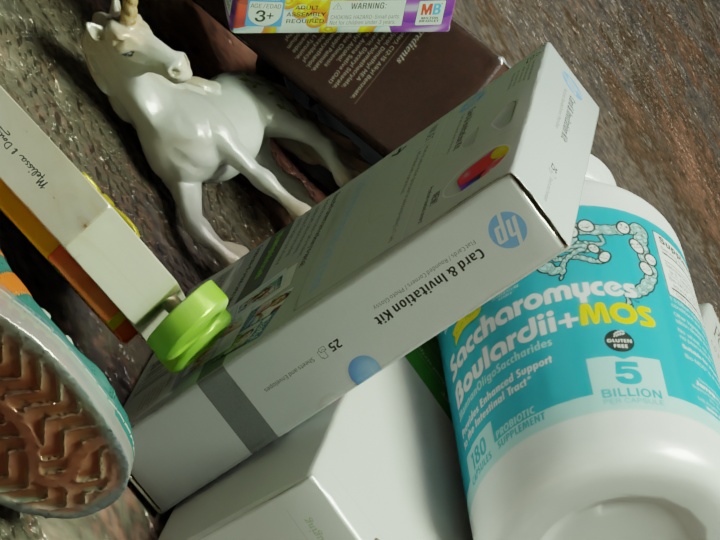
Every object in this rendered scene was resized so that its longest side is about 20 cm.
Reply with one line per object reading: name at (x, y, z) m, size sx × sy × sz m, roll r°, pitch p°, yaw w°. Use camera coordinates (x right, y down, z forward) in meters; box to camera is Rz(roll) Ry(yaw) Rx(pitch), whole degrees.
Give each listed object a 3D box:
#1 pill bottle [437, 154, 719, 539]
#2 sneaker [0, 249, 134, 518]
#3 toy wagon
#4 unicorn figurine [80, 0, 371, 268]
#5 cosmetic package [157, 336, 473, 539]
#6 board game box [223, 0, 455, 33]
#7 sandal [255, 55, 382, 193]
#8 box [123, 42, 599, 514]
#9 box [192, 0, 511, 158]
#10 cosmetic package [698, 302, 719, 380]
pill bottle at (0.089, 0.039, 1.071) m, size 0.111 × 0.111 × 0.201 m, roll 40°, pitch 27°, yaw -37°
sneaker at (-0.148, 0.000, 0.893) m, size 0.200 × 0.071 × 0.080 m, roll 46°, pitch 28°, yaw -23°
toy wagon at (-0.114, -0.025, 0.985) m, size 0.155 × 0.040 × 0.200 m, roll 47°, pitch -6°, yaw 4°
unicorn figurine at (-0.063, -0.061, 1.187) m, size 0.137 × 0.074 × 0.200 m, roll 49°, pitch 6°, yaw 6°
cosmetic package at (-0.005, 0.097, 1.051) m, size 0.108 × 0.085 × 0.200 m, roll 55°, pitch 20°, yaw -14°
board game box at (-0.002, -0.209, 1.113) m, size 0.104 × 0.200 × 0.103 m, roll -2°, pitch 48°, yaw -12°
sandal at (0.017, -0.052, 1.367) m, size 0.200 × 0.043 × 0.076 m, roll 46°, pitch 23°, yaw -26°
box at (0.000, 0.000, 1.037) m, size 0.041 × 0.200 × 0.156 m, roll 50°, pitch 21°, yaw -12°
box at (-0.010, -0.116, 1.245) m, size 0.200 × 0.075 × 0.100 m, roll 38°, pitch 1°, yaw 23°
cosmetic package at (0.130, 0.115, 1.184) m, size 0.102 × 0.071 × 0.200 m, roll 64°, pitch 28°, yaw -25°
